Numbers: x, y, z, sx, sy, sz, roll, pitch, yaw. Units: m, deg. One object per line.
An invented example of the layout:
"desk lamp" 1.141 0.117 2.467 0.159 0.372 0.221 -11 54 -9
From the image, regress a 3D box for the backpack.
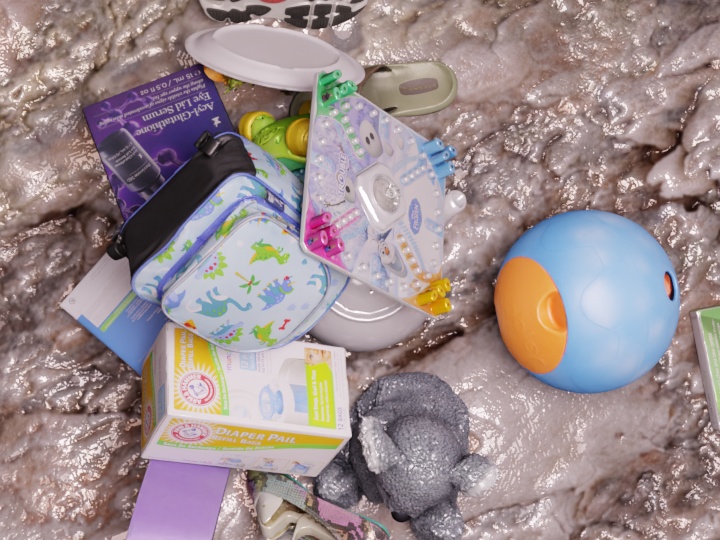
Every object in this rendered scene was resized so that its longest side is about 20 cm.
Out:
"backpack" -0.110 -0.008 1.230 0.183 0.147 0.200 -44 132 16

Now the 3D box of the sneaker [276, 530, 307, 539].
"sneaker" -0.112 0.382 1.380 0.075 0.088 0.200 22 87 -5

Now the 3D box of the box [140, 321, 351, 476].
"box" -0.122 0.137 1.310 0.200 0.101 0.113 10 53 -21

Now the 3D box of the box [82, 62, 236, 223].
"box" -0.195 -0.101 1.362 0.148 0.104 0.200 -23 66 -6

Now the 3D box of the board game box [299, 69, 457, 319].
"board game box" 0.025 -0.076 1.244 0.200 0.026 0.200 28 56 -40

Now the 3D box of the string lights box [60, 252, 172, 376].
"string lights box" -0.224 0.067 1.404 0.200 0.059 0.103 42 85 -1

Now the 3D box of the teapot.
"teapot" 0.000 0.000 1.382 0.197 0.146 0.200 9 87 -3

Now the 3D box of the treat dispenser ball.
"treat dispenser ball" 0.247 0.034 1.370 0.201 0.201 0.201 0 87 -4

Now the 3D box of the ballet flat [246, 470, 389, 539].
"ballet flat" -0.062 0.273 1.355 0.200 0.069 0.071 22 50 30

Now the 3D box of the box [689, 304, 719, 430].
"box" 0.497 0.099 1.469 0.200 0.036 0.145 -10 87 -6

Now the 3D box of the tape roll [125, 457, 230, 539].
"tape roll" -0.201 0.295 1.322 0.085 0.200 0.200 14 86 -2

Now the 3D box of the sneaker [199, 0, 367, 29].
"sneaker" -0.086 -0.333 1.431 0.200 0.081 0.084 2 59 -14

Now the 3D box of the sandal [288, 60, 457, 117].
"sandal" 0.013 -0.203 1.437 0.201 0.057 0.080 -16 88 -2

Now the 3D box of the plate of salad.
"plate of salad" -0.095 -0.225 1.378 0.200 0.200 0.048 10 116 -4

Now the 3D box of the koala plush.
"koala plush" 0.055 0.198 1.346 0.177 0.200 0.184 20 85 -2

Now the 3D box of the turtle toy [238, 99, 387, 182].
"turtle toy" -0.029 -0.128 1.354 0.200 0.146 0.101 -15 108 -29
